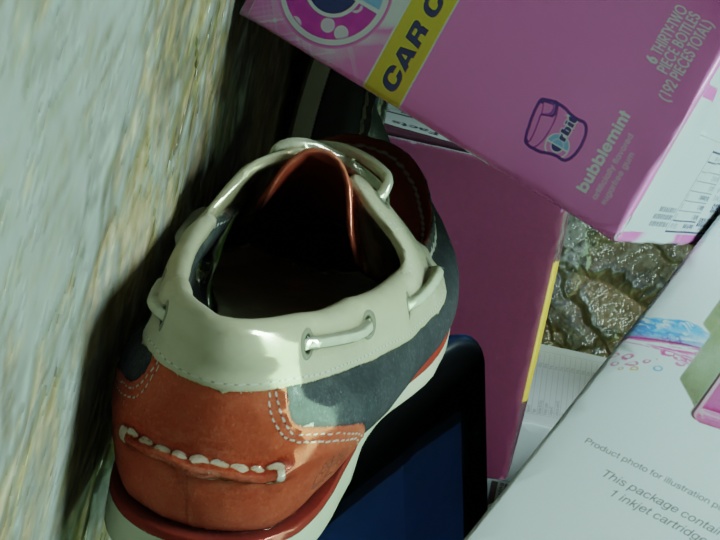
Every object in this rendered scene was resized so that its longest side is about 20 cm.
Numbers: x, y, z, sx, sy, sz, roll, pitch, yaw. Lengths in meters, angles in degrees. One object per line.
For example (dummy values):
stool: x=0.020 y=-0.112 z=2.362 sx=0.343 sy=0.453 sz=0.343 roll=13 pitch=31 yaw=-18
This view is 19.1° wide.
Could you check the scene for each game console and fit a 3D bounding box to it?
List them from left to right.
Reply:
game console: x=0.008 y=0.152 z=0.634 sx=0.171 sy=0.118 sz=0.200 roll=-113 pitch=-166 yaw=-48

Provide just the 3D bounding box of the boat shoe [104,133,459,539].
boat shoe: x=-0.014 y=0.001 z=0.529 sx=0.200 sy=0.071 sz=0.063 roll=-61 pitch=161 yaw=-64

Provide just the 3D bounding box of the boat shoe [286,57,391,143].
boat shoe: x=0.000 y=0.000 z=0.741 sx=0.072 sy=0.067 sz=0.201 roll=-61 pitch=160 yaw=-74

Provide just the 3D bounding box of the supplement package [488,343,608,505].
supplement package: x=0.062 y=0.098 z=0.981 sx=0.114 sy=0.199 sz=0.110 roll=-64 pitch=165 yaw=-72

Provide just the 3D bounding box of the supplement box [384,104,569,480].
supplement box: x=0.032 y=-0.014 z=0.904 sx=0.200 sy=0.103 sz=0.131 roll=-65 pitch=168 yaw=-73

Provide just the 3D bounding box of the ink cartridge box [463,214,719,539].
ink cartridge box: x=0.105 y=0.082 z=0.642 sx=0.200 sy=0.084 sz=0.145 roll=-45 pitch=152 yaw=-38

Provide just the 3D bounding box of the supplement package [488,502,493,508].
supplement package: x=0.132 y=0.196 z=0.830 sx=0.200 sy=0.147 sz=0.192 roll=-124 pitch=-168 yaw=-65

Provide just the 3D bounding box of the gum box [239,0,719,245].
gum box: x=0.059 y=-0.063 z=0.618 sx=0.066 sy=0.113 sz=0.200 roll=-60 pitch=165 yaw=8
